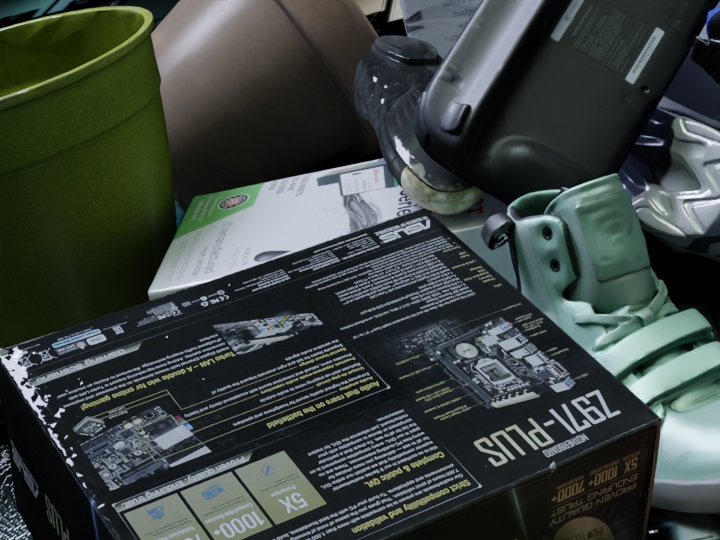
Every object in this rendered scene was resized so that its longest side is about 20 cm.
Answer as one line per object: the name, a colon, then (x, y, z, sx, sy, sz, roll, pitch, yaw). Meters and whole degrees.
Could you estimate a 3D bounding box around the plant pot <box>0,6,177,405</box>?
plant pot: (-0.191, -0.030, 0.947, 0.199, 0.194, 0.201, -13, 21, 5)

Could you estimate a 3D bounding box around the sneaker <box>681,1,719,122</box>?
sneaker: (0.204, -0.133, 0.930, 0.086, 0.201, 0.075, -10, 11, 39)

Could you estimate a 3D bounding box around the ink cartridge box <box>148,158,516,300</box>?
ink cartridge box: (0.000, 0.000, 0.890, 0.199, 0.085, 0.146, -12, 22, 9)

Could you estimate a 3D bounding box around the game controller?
game controller: (0.112, -0.121, 0.814, 0.201, 0.104, 0.042, -57, 1, -16)

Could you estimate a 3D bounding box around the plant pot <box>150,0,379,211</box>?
plant pot: (-0.089, -0.137, 1.184, 0.174, 0.201, 0.200, -36, 25, -7)

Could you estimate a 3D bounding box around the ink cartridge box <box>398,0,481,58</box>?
ink cartridge box: (0.109, -0.171, 1.073, 0.146, 0.201, 0.083, -7, 22, 20)

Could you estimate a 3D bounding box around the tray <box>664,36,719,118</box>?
tray: (0.143, -0.111, 0.941, 0.022, 0.107, 0.200, -61, 8, -18)

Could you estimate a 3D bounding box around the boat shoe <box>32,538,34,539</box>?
boat shoe: (-0.110, 0.114, 0.687, 0.068, 0.085, 0.200, -2, 20, 3)

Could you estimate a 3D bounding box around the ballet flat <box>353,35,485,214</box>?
ballet flat: (0.037, -0.075, 0.888, 0.066, 0.057, 0.200, 1, 26, -9)

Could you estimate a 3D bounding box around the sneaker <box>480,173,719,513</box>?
sneaker: (0.120, 0.025, 0.701, 0.073, 0.119, 0.200, -22, 23, -20)

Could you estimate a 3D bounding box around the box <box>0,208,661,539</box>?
box: (-0.015, 0.075, 0.616, 0.199, 0.087, 0.164, -19, 40, -26)

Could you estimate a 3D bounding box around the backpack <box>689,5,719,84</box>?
backpack: (0.278, -0.066, 0.693, 0.167, 0.201, 0.162, -29, 3, -41)

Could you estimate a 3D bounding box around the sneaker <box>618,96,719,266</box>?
sneaker: (0.159, -0.061, 0.884, 0.199, 0.129, 0.080, 32, 93, 42)
